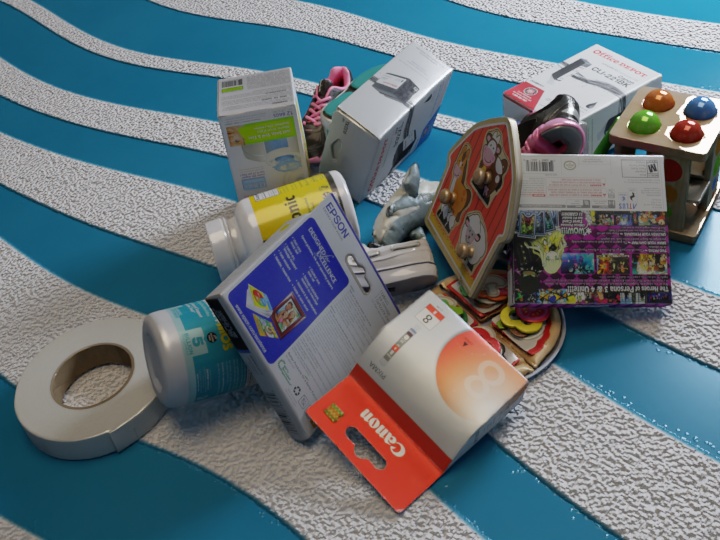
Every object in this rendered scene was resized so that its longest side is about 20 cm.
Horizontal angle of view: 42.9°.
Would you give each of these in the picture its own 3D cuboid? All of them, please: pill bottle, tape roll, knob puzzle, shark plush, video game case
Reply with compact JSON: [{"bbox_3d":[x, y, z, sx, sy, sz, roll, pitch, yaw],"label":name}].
[{"bbox_3d":[-0.107,-0.055,1.243,0.196,0.113,0.112,-19,41,-8],"label":"pill bottle"},{"bbox_3d":[-0.324,0.141,1.128,0.198,0.038,0.205,-6,40,5],"label":"tape roll"},{"bbox_3d":[0.139,-0.099,1.135,0.030,0.223,0.221,8,34,-24],"label":"knob puzzle"},{"bbox_3d":[-0.150,0.083,1.082,0.196,0.113,0.111,-14,39,-26],"label":"pill bottle"},{"bbox_3d":[0.065,-0.062,1.253,0.082,0.091,0.201,34,46,3],"label":"shark plush"},{"bbox_3d":[0.272,-0.048,1.104,0.195,0.036,0.186,0,80,-4],"label":"video game case"}]

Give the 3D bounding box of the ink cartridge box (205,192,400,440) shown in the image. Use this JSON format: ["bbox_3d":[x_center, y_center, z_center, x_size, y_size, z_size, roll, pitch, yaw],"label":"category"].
[{"bbox_3d":[-0.056,0.050,1.053,0.046,0.200,0.200,-8,29,47],"label":"ink cartridge box"}]

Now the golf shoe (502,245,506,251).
[{"bbox_3d":[0.201,-0.063,1.191,0.199,0.077,0.089,36,98,34],"label":"golf shoe"}]

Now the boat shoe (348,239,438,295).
[{"bbox_3d":[0.000,0.000,1.174,0.195,0.074,0.067,-6,68,-15],"label":"boat shoe"}]

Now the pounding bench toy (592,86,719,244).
[{"bbox_3d":[0.372,-0.157,1.217,0.197,0.158,0.125,18,48,29],"label":"pounding bench toy"}]

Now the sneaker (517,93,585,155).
[{"bbox_3d":[0.216,-0.159,1.199,0.199,0.078,0.097,-33,37,45],"label":"sneaker"}]

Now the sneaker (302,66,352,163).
[{"bbox_3d":[-0.062,-0.252,1.457,0.077,0.097,0.201,12,47,22],"label":"sneaker"}]

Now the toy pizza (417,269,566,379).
[{"bbox_3d":[0.151,0.061,1.116,0.195,0.032,0.203,-6,41,6],"label":"toy pizza"}]

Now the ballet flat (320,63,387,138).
[{"bbox_3d":[0.000,-0.259,1.438,0.068,0.071,0.200,17,42,28],"label":"ballet flat"}]

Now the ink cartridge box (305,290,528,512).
[{"bbox_3d":[0.060,0.136,1.003,0.199,0.051,0.162,-35,63,-25],"label":"ink cartridge box"}]

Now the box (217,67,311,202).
[{"bbox_3d":[-0.131,-0.168,1.307,0.110,0.203,0.102,-9,41,-1],"label":"box"}]

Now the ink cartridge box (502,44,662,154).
[{"bbox_3d":[0.334,-0.247,1.382,0.197,0.085,0.144,-28,43,-20],"label":"ink cartridge box"}]

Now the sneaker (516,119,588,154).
[{"bbox_3d":[0.219,-0.163,1.277,0.113,0.083,0.198,-16,16,-26],"label":"sneaker"}]

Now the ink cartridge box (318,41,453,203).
[{"bbox_3d":[0.038,-0.220,1.359,0.083,0.146,0.200,36,55,11],"label":"ink cartridge box"}]
